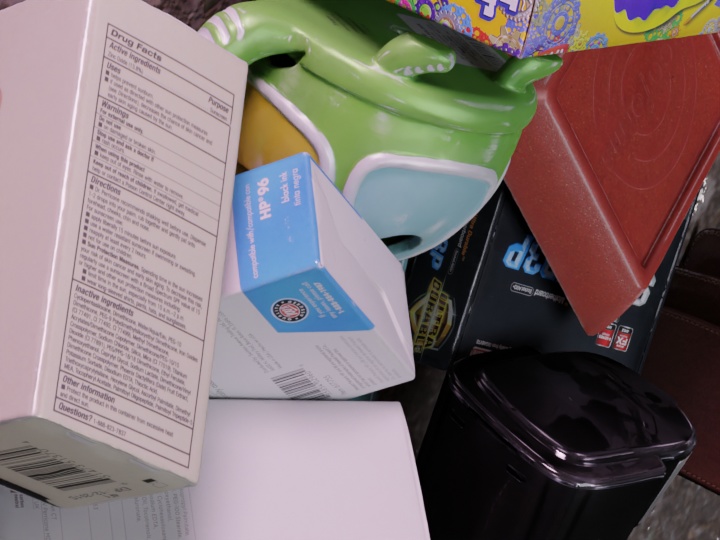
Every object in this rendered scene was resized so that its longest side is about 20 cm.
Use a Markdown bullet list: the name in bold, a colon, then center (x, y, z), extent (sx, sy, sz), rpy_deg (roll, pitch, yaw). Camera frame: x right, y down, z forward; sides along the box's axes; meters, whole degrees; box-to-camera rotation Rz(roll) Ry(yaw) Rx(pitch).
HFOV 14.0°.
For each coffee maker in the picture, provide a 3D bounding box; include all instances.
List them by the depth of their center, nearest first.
- **coffee maker**: center (0.074, 0.156, 1.559), extent (0.192, 0.135, 0.200), rpy_deg (-37, 151, -57)

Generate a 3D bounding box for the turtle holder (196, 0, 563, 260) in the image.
- **turtle holder**: center (-0.005, -0.070, 1.394), extent (0.186, 0.141, 0.132), rpy_deg (-19, 138, -61)

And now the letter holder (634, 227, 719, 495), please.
- **letter holder**: center (0.234, 0.059, 1.723), extent (0.101, 0.200, 0.142), rpy_deg (13, 101, -53)

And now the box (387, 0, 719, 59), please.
- **box**: center (0.078, -0.194, 1.375), extent (0.200, 0.193, 0.122), rpy_deg (-11, 120, -47)

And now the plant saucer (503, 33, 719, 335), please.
- **plant saucer**: center (0.145, -0.098, 1.590), extent (0.200, 0.037, 0.200), rpy_deg (-59, 138, -30)

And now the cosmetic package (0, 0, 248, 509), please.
- **cosmetic package**: center (-0.120, -0.010, 1.253), extent (0.103, 0.087, 0.200), rpy_deg (29, 59, -42)

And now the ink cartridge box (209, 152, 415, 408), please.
- **ink cartridge box**: center (-0.089, 0.027, 1.363), extent (0.116, 0.200, 0.068), rpy_deg (51, 27, -52)

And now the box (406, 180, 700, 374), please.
- **box**: center (0.108, -0.010, 1.642), extent (0.200, 0.046, 0.159), rpy_deg (17, 92, -54)

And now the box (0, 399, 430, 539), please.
- **box**: center (-0.081, 0.134, 1.362), extent (0.200, 0.097, 0.124), rpy_deg (1, 137, -14)

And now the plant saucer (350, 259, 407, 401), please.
- **plant saucer**: center (0.000, 0.000, 1.551), extent (0.070, 0.019, 0.200), rpy_deg (-10, 118, -49)
